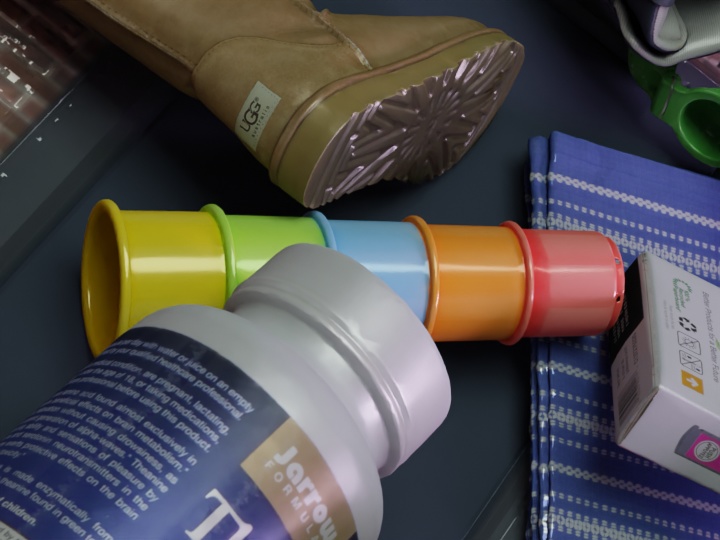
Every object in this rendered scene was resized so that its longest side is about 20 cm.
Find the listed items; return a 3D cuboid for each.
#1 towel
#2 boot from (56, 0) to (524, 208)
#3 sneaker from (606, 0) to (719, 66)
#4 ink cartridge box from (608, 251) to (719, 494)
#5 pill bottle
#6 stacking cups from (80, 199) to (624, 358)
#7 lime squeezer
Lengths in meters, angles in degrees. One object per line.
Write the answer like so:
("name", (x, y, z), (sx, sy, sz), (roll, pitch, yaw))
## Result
("towel", (0.129, 0.044, 1.043), (0.145, 0.024, 0.200), (14, 58, -20))
("boot", (-0.048, -0.115, 1.022), (0.200, 0.066, 0.175), (39, 24, 18))
("sneaker", (0.083, -0.157, 1.075), (0.202, 0.077, 0.146), (14, 32, -13))
("ink cartridge box", (0.187, 0.068, 1.003), (0.200, 0.037, 0.095), (24, 30, -12))
("pill bottle", (-0.063, 0.082, 0.856), (0.111, 0.111, 0.200), (44, 61, 5))
("stacking cups", (0.000, 0.000, 0.970), (0.200, 0.061, 0.061), (-3, 62, -20))
("lime squeezer", (0.153, -0.072, 1.104), (0.071, 0.038, 0.200), (8, 42, -33))
